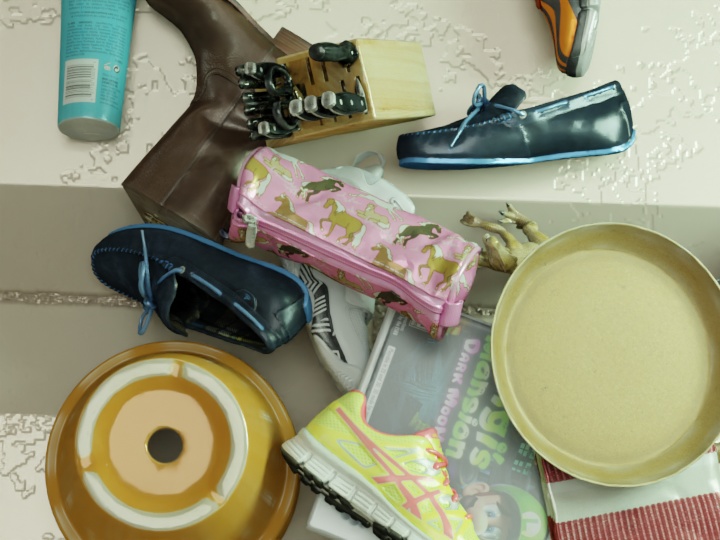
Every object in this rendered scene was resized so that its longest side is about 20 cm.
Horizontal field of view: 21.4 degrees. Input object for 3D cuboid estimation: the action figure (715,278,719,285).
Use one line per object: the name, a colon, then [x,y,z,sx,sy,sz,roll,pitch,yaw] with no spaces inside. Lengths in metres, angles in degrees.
action figure: [0.281,0.036,1.527,0.200,0.069,0.130,-29,66,-14]

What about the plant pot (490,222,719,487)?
plant pot: [0.189,0.064,1.435,0.200,0.027,0.200,3,79,-14]

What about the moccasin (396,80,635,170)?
moccasin: [0.123,-0.120,1.560,0.200,0.080,0.068,-7,92,-16]

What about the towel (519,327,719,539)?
towel: [0.204,0.151,1.448,0.144,0.023,0.200,-9,82,-14]

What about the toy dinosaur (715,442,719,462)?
toy dinosaur: [0.228,0.162,1.511,0.200,0.058,0.101,-35,97,-1]

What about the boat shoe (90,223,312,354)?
boat shoe: [-0.135,0.013,1.481,0.200,0.084,0.069,10,45,32]

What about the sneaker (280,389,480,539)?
sneaker: [0.042,0.161,1.403,0.200,0.078,0.090,37,75,8]

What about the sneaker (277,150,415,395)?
sneaker: [0.000,0.000,1.525,0.115,0.075,0.200,-21,76,-4]

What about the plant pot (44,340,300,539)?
plant pot: [-0.144,0.143,1.434,0.200,0.183,0.200,0,78,-2]

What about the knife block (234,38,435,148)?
knife block: [-0.005,-0.141,1.450,0.200,0.176,0.064,-13,92,-24]

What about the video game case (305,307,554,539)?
video game case: [0.077,0.136,1.460,0.182,0.023,0.200,20,75,3]

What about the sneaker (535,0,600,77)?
sneaker: [0.144,-0.253,1.593,0.112,0.078,0.200,2,67,2]

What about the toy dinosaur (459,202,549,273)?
toy dinosaur: [0.142,-0.009,1.529,0.101,0.200,0.058,31,110,38]

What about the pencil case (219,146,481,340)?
pencil case: [-0.006,-0.021,1.451,0.200,0.083,0.087,25,67,7]

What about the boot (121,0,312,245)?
boot: [-0.148,-0.129,1.541,0.186,0.064,0.200,28,76,16]

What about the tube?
tube: [-0.218,-0.209,1.580,0.077,0.050,0.200,7,72,-13]
